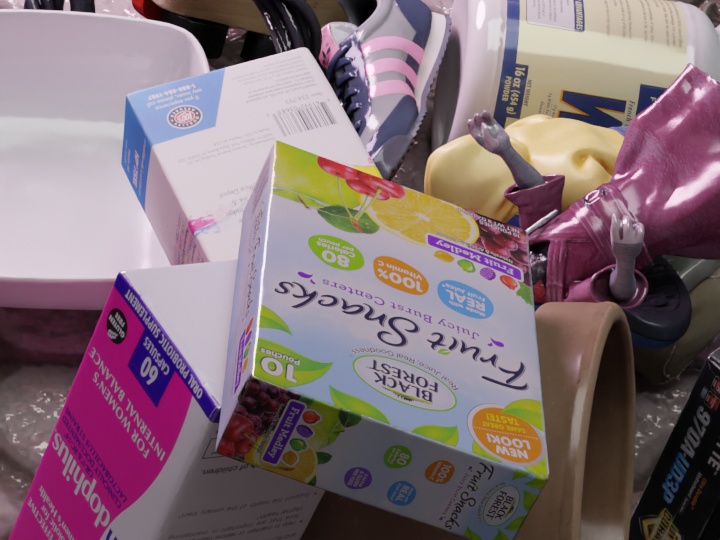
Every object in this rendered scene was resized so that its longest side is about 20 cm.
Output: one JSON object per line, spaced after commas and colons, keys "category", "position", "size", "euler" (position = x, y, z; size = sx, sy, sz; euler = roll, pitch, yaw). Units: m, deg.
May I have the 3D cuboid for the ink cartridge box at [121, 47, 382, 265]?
{"category": "ink cartridge box", "position": [-0.043, -0.019, 1.172], "size": [0.116, 0.067, 0.200], "euler": [-17, 60, -21]}

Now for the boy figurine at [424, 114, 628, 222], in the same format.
{"category": "boy figurine", "position": [0.132, -0.055, 1.279], "size": [0.199, 0.065, 0.124], "euler": [-9, 32, -28]}

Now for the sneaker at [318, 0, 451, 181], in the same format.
{"category": "sneaker", "position": [0.000, -0.116, 1.378], "size": [0.082, 0.070, 0.200], "euler": [29, 39, -11]}

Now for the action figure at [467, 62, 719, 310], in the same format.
{"category": "action figure", "position": [0.145, -0.026, 1.198], "size": [0.199, 0.149, 0.134], "euler": [-30, 50, 3]}

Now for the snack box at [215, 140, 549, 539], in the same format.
{"category": "snack box", "position": [0.012, 0.030, 0.995], "size": [0.142, 0.053, 0.200], "euler": [19, 32, -11]}

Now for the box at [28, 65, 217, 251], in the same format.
{"category": "box", "position": [-0.153, -0.074, 1.372], "size": [0.110, 0.035, 0.200], "euler": [34, 45, 22]}

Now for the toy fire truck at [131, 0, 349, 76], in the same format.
{"category": "toy fire truck", "position": [-0.081, -0.228, 1.505], "size": [0.175, 0.129, 0.200], "euler": [9, 17, -29]}

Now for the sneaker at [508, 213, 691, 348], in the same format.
{"category": "sneaker", "position": [0.128, 0.011, 1.303], "size": [0.066, 0.079, 0.200], "euler": [-9, 30, -34]}

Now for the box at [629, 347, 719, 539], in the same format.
{"category": "box", "position": [0.248, 0.075, 1.225], "size": [0.046, 0.159, 0.200], "euler": [41, 48, 24]}

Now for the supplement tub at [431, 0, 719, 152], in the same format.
{"category": "supplement tub", "position": [0.157, -0.116, 1.420], "size": [0.199, 0.145, 0.145], "euler": [8, 42, -6]}

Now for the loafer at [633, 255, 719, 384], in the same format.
{"category": "loafer", "position": [0.230, -0.002, 1.345], "size": [0.200, 0.070, 0.075], "euler": [-38, 25, -14]}

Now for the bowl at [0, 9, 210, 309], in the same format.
{"category": "bowl", "position": [-0.186, -0.058, 1.257], "size": [0.199, 0.075, 0.201], "euler": [2, 56, -11]}

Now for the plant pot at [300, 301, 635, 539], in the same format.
{"category": "plant pot", "position": [0.049, 0.110, 1.132], "size": [0.174, 0.201, 0.201], "euler": [4, 39, 16]}

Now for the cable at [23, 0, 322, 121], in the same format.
{"category": "cable", "position": [-0.120, -0.153, 1.347], "size": [0.163, 0.051, 0.200], "euler": [-41, 83, -8]}

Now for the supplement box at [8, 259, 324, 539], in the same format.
{"category": "supplement box", "position": [-0.089, 0.103, 1.060], "size": [0.103, 0.201, 0.101], "euler": [-6, 43, -40]}
